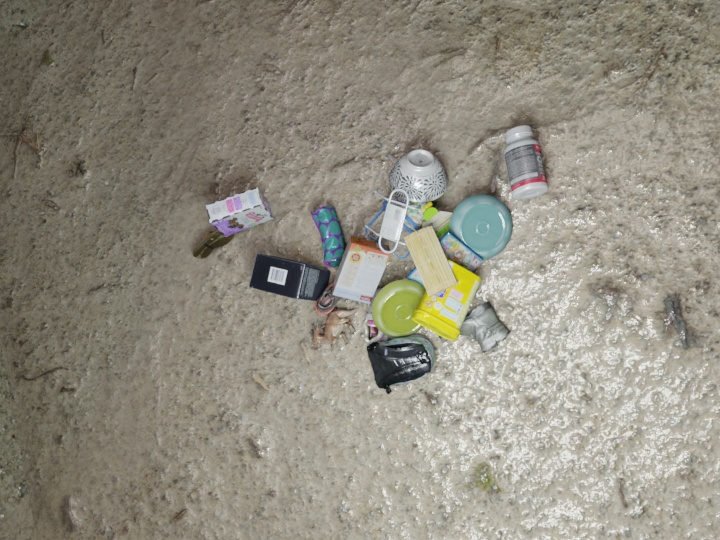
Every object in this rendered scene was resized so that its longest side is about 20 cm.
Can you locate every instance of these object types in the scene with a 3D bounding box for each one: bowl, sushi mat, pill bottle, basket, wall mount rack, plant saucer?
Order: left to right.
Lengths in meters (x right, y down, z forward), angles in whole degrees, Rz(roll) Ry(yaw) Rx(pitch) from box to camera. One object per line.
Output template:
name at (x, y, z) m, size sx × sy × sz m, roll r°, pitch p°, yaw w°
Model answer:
wall mount rack at (0.088, -0.163, 1.665) m, size 0.172 × 0.074 × 0.203 m, roll 22°, pitch 109°, yaw 21°
basket at (0.130, -0.159, 1.750) m, size 0.175 × 0.139 × 0.201 m, roll 35°, pitch 89°, yaw 23°
plant saucer at (0.134, 0.128, 1.702) m, size 0.197 × 0.031 × 0.203 m, roll -3°, pitch 111°, yaw -9°
bowl at (0.188, -0.321, 1.715) m, size 0.197 × 0.095 × 0.203 m, roll 1°, pitch 52°, yaw -1°
sushi mat at (0.206, -0.030, 1.590) m, size 0.094 × 0.012 × 0.202 m, roll -21°, pitch 71°, yaw -1°
plant saucer at (0.373, -0.131, 1.654) m, size 0.197 × 0.036 × 0.203 m, roll 0°, pitch 98°, yaw 1°
pill bottle at (0.496, -0.327, 1.631) m, size 0.109 × 0.110 × 0.203 m, roll -12°, pitch 79°, yaw 21°

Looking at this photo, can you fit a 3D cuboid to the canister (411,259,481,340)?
canister at (0.260, 0.086, 1.611) m, size 0.147 × 0.087 × 0.202 m, roll 28°, pitch 78°, yaw -6°

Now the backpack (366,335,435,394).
backpack at (0.135, 0.277, 1.698) m, size 0.197 × 0.127 × 0.169 m, roll -16°, pitch 100°, yaw 19°

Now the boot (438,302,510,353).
boot at (0.349, 0.200, 1.656) m, size 0.199 × 0.068 × 0.132 m, roll -35°, pitch 77°, yaw 17°

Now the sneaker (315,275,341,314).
sneaker at (-0.077, 0.064, 1.820) m, size 0.077 × 0.082 × 0.201 m, roll 35°, pitch 79°, yaw 5°

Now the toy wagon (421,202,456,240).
toy wagon at (0.253, -0.126, 1.689) m, size 0.154 × 0.040 × 0.201 m, roll -37°, pitch 105°, yaw -5°

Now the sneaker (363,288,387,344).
sneaker at (0.057, 0.158, 1.769) m, size 0.080 × 0.088 × 0.203 m, roll 3°, pitch 85°, yaw 23°

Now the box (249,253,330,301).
box at (-0.239, 0.027, 1.850) m, size 0.197 × 0.198 × 0.125 m, roll 12°, pitch 87°, yaw 23°

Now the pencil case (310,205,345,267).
pencil case at (-0.108, -0.117, 1.875) m, size 0.091 × 0.085 × 0.203 m, roll -13°, pitch 76°, yaw -8°

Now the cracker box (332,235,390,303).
cracker box at (0.000, 0.000, 1.729) m, size 0.132 × 0.058 × 0.202 m, roll 14°, pitch 119°, yaw -14°

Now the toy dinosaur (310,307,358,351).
toy dinosaur at (-0.096, 0.189, 1.837) m, size 0.135 × 0.086 × 0.201 m, roll 34°, pitch 92°, yaw 29°

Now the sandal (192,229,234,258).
sandal at (-0.574, -0.117, 2.087) m, size 0.199 × 0.080 × 0.055 m, roll -33°, pitch 51°, yaw 20°

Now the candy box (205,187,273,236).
candy box at (-0.434, -0.210, 1.952) m, size 0.197 × 0.168 × 0.072 m, roll -20°, pitch 76°, yaw 1°

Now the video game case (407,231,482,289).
video game case at (0.261, -0.006, 1.677) m, size 0.142 × 0.018 × 0.200 m, roll 36°, pitch 116°, yaw -11°
